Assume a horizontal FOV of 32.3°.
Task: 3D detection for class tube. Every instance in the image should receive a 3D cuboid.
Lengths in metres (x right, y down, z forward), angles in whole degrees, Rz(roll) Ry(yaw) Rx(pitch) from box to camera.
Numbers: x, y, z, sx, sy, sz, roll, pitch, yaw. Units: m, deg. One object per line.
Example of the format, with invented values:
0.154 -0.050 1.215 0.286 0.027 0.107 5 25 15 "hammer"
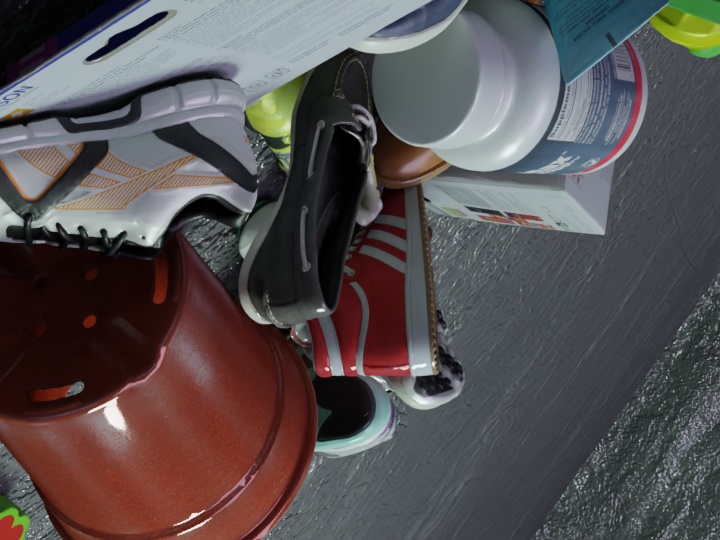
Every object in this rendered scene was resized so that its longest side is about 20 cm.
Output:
0.142 -0.207 0.818 0.050 0.201 0.077 28 124 -31 "tube"

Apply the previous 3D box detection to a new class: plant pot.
-0.145 0.063 0.760 0.201 0.200 0.196 -45 150 -13 "plant pot"

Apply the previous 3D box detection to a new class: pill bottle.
0.103 -0.128 0.862 0.199 0.120 0.120 -3 130 -49 "pill bottle"

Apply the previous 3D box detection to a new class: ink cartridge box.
-0.079 -0.128 0.637 0.195 0.044 0.200 -24 171 26 "ink cartridge box"
0.123 -0.097 1.113 0.200 0.174 0.085 23 75 -68 "ink cartridge box"

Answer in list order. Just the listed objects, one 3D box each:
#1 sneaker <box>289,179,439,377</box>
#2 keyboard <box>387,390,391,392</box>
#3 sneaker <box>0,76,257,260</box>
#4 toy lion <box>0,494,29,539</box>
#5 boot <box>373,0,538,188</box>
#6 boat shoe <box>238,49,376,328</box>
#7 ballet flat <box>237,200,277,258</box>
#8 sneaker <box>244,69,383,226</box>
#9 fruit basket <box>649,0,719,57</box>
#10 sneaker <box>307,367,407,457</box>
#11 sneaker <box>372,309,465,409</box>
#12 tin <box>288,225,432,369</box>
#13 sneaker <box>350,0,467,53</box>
0.000 0.000 0.958 0.111 0.201 0.072 -7 135 5 "sneaker"
0.019 0.075 1.312 0.103 0.040 0.201 -20 152 -11 "keyboard"
-0.145 -0.039 0.648 0.198 0.081 0.074 -17 174 -12 "sneaker"
-0.306 0.216 0.851 0.192 0.068 0.201 -42 157 -39 "toy lion"
0.069 -0.168 0.944 0.200 0.077 0.156 -42 155 -16 "boot"
-0.017 -0.054 0.778 0.067 0.057 0.202 47 51 -47 "boat shoe"
-0.048 0.010 1.011 0.069 0.069 0.200 -47 158 -9 "ballet flat"
-0.026 -0.096 0.870 0.075 0.076 0.200 -47 156 -3 "sneaker"
0.273 -0.251 1.042 0.155 0.215 0.217 -36 154 -32 "fruit basket"
-0.059 0.120 1.011 0.140 0.198 0.079 37 59 -67 "sneaker"
0.034 0.075 1.038 0.081 0.075 0.200 -42 -167 10 "sneaker"
-0.011 0.033 1.094 0.201 0.042 0.112 -53 -165 4 "tin"
0.056 -0.210 0.747 0.200 0.075 0.085 -41 160 -23 "sneaker"
